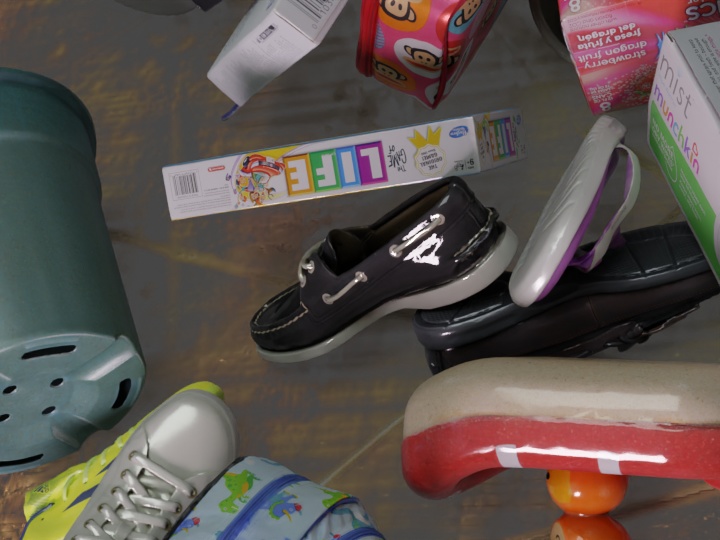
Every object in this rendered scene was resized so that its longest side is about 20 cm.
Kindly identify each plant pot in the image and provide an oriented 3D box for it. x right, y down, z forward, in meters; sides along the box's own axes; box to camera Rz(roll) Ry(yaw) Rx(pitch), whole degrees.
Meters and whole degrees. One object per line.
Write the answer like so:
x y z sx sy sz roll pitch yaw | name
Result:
-0.236 0.009 1.010 0.199 0.200 0.197 -29 59 3 | plant pot

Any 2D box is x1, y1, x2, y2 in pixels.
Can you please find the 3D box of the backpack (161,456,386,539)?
-0.067 0.199 0.834 0.153 0.164 0.201 8 55 18 | backpack

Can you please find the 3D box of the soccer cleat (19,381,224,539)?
-0.161 0.139 0.956 0.083 0.065 0.201 34 77 22 | soccer cleat

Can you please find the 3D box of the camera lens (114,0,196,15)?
-0.139 -0.316 1.196 0.159 0.160 0.201 12 63 29 | camera lens

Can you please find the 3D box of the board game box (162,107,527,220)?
-0.006 -0.068 0.995 0.198 0.134 0.035 -8 96 19 | board game box

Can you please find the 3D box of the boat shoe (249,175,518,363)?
0.000 0.000 0.947 0.199 0.060 0.074 -21 29 41 | boat shoe

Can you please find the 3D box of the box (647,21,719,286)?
0.272 -0.048 0.846 0.175 0.097 0.201 -13 52 -8 | box

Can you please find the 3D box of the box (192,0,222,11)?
-0.052 -0.286 1.066 0.201 0.079 0.141 -57 22 -21 | box

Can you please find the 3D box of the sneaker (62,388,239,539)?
-0.129 0.157 0.875 0.072 0.085 0.201 28 83 5 | sneaker

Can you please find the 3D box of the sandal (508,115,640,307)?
0.135 -0.037 0.906 0.050 0.083 0.203 30 33 3 | sandal

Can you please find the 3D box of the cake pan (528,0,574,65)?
0.210 -0.193 1.040 0.199 0.037 0.202 -11 55 16 | cake pan

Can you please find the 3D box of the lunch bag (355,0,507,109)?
0.071 -0.209 1.027 0.082 0.176 0.201 27 72 8 | lunch bag

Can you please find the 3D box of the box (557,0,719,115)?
0.218 -0.178 0.941 0.198 0.096 0.100 -13 53 14 | box

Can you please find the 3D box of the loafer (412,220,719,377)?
0.132 0.024 0.925 0.198 0.063 0.072 -16 23 8 | loafer

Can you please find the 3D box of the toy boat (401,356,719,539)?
0.118 0.113 0.839 0.198 0.130 0.132 1 87 24 | toy boat

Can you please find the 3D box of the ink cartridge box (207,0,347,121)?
-0.029 -0.209 1.075 0.200 0.040 0.200 -59 13 -20 | ink cartridge box
